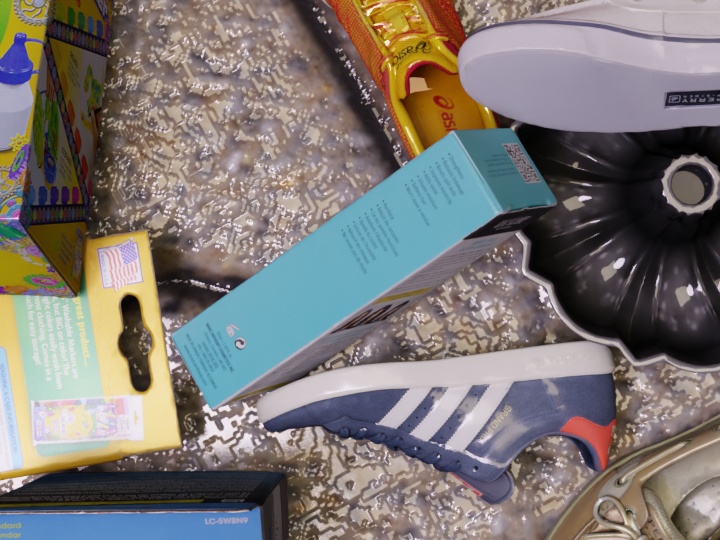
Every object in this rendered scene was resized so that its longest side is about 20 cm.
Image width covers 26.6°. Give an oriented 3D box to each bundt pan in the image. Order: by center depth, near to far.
[{"bbox_3d":[0.176,-0.045,0.838,0.202,0.076,0.202,0,88,2],"label":"bundt pan"}]

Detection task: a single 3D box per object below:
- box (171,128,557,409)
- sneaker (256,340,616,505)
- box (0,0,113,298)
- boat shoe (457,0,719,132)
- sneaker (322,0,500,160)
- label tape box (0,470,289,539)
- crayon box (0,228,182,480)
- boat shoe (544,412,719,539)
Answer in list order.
[{"bbox_3d":[0.000,0.000,0.800,0.200,0.082,0.049,-35,79,25],"label":"box"},{"bbox_3d":[0.044,0.090,0.838,0.200,0.075,0.085,-6,86,3],"label":"sneaker"},{"bbox_3d":[-0.249,-0.097,0.807,0.200,0.122,0.193,1,71,4],"label":"box"},{"bbox_3d":[0.150,-0.118,0.779,0.200,0.071,0.070,0,60,6],"label":"boat shoe"},{"bbox_3d":[0.028,-0.135,0.848,0.073,0.077,0.200,-30,85,2],"label":"sneaker"},{"bbox_3d":[-0.116,0.142,0.778,0.144,0.200,0.063,-1,88,2],"label":"label tape box"},{"bbox_3d":[-0.204,0.055,0.859,0.200,0.052,0.126,-9,87,2],"label":"crayon box"},{"bbox_3d":[0.185,0.126,0.837,0.201,0.063,0.073,-31,87,0],"label":"boat shoe"}]
